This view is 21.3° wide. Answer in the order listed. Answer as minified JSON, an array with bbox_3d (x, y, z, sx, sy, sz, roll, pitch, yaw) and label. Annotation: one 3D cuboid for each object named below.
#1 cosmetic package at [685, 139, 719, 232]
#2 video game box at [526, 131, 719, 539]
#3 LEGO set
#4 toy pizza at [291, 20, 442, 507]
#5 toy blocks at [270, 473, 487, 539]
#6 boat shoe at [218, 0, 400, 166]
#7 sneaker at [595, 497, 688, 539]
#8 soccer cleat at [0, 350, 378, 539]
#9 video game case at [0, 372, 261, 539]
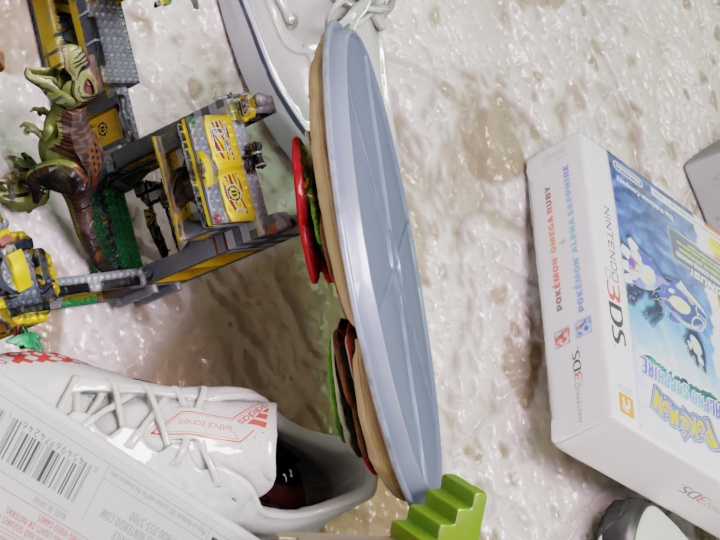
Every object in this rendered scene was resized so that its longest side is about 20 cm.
[{"bbox_3d":[0.289,0.003,1.179,0.074,0.101,0.202,-28,97,-48],"label":"cosmetic package"},{"bbox_3d":[0.174,0.045,1.056,0.199,0.047,0.184,30,47,-38],"label":"video game box"},{"bbox_3d":[-0.104,-0.069,0.753,0.153,0.115,0.202,6,69,-49],"label":"LEGO set"},{"bbox_3d":[0.000,0.000,0.779,0.200,0.031,0.202,-10,90,-83],"label":"toy pizza"},{"bbox_3d":[-0.029,0.173,0.688,0.136,0.100,0.202,7,98,-29],"label":"toy blocks"},{"bbox_3d":[-0.014,-0.135,0.906,0.074,0.086,0.204,-23,92,-49],"label":"boat shoe"},{"bbox_3d":[0.197,0.194,1.017,0.200,0.080,0.074,52,46,-18],"label":"sneaker"},{"bbox_3d":[-0.078,0.069,0.755,0.199,0.085,0.069,21,60,-42],"label":"soccer cleat"},{"bbox_3d":[-0.118,0.152,0.682,0.200,0.024,0.183,38,70,-33],"label":"video game case"}]
